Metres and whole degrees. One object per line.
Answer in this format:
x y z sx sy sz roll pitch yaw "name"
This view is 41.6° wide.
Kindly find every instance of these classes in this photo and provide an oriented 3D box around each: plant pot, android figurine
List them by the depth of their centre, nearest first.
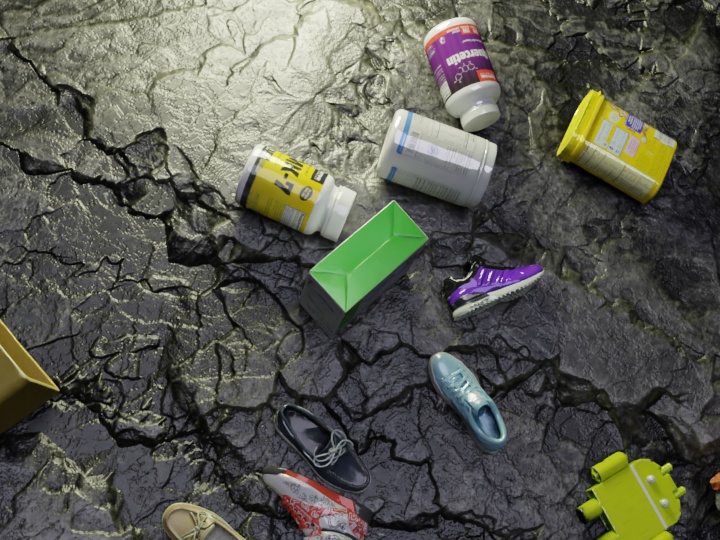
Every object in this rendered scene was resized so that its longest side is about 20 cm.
-0.622 0.173 1.461 0.200 0.194 0.196 -41 83 -11 "plant pot"
0.479 0.410 1.659 0.198 0.041 0.184 -24 77 -15 "android figurine"

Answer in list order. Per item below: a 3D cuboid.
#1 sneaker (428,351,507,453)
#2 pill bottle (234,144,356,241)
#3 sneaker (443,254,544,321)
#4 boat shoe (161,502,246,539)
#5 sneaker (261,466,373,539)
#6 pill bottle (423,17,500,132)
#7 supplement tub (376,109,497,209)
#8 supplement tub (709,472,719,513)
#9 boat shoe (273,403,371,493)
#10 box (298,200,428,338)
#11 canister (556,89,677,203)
0.194 0.221 1.646 0.073 0.082 0.201 -34 81 -20 "sneaker"
-0.114 -0.135 1.691 0.198 0.114 0.116 23 69 -2 "pill bottle"
0.240 0.011 1.731 0.198 0.070 0.101 -21 74 -17 "sneaker"
-0.227 0.434 1.507 0.199 0.063 0.074 36 69 3 "boat shoe"
-0.085 0.403 1.541 0.199 0.067 0.109 26 67 -4 "sneaker"
0.201 -0.376 1.830 0.111 0.113 0.203 -15 75 -15 "pill bottle"
0.139 -0.205 1.752 0.197 0.132 0.134 20 69 -4 "supplement tub"
0.703 0.435 1.647 0.121 0.123 0.202 -25 77 -17 "supplement tub"
-0.060 0.294 1.585 0.200 0.062 0.075 44 68 5 "boat shoe"
0.000 0.000 1.633 0.199 0.177 0.097 -40 82 -20 "box"
0.503 -0.239 1.855 0.198 0.087 0.150 30 69 -1 "canister"
